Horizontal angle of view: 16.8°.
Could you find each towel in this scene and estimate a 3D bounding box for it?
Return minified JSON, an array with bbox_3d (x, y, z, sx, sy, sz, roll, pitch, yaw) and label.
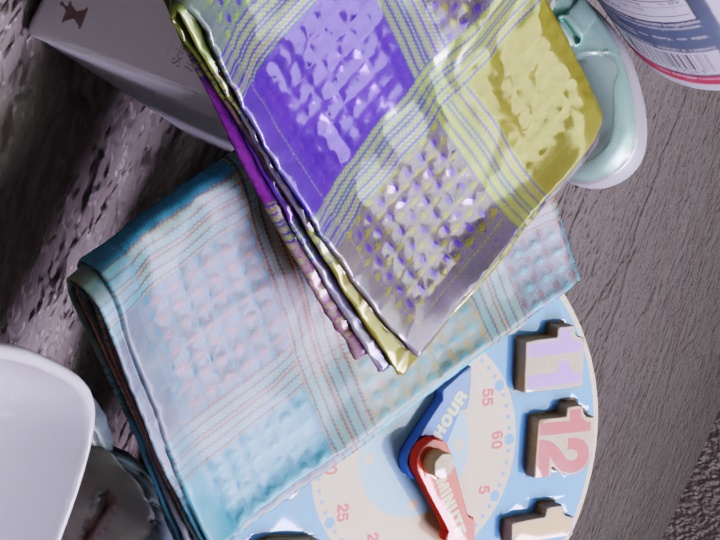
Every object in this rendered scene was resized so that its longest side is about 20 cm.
[{"bbox_3d":[0.015,-0.073,0.867,0.144,0.023,0.200,-47,132,-20],"label":"towel"},{"bbox_3d":[-0.007,0.003,0.917,0.200,0.022,0.147,-35,129,-21],"label":"towel"}]

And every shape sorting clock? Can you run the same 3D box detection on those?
[{"bbox_3d":[0.023,0.078,1.042,0.200,0.039,0.200,-9,105,-37],"label":"shape sorting clock"}]

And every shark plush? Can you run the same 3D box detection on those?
[{"bbox_3d":[-0.095,0.119,1.025,0.200,0.083,0.091,72,40,-67],"label":"shark plush"}]

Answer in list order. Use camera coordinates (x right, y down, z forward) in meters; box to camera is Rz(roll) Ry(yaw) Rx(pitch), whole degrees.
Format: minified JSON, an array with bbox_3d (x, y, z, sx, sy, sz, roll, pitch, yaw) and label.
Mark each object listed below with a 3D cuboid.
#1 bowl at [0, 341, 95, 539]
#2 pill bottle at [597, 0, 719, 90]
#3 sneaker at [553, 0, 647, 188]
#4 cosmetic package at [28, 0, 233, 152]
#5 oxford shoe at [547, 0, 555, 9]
[{"bbox_3d":[-0.169,0.107,0.762,0.200,0.075,0.200,31,79,-74],"label":"bowl"},{"bbox_3d":[0.143,-0.170,1.085,0.120,0.120,0.200,-67,152,-10],"label":"pill bottle"},{"bbox_3d":[0.055,-0.119,1.120,0.074,0.200,0.118,-31,178,24],"label":"sneaker"},{"bbox_3d":[-0.041,-0.106,0.932,0.200,0.081,0.113,25,87,-76],"label":"cosmetic package"},{"bbox_3d":[0.033,-0.087,0.967,0.058,0.075,0.200,38,-57,58],"label":"oxford shoe"}]
